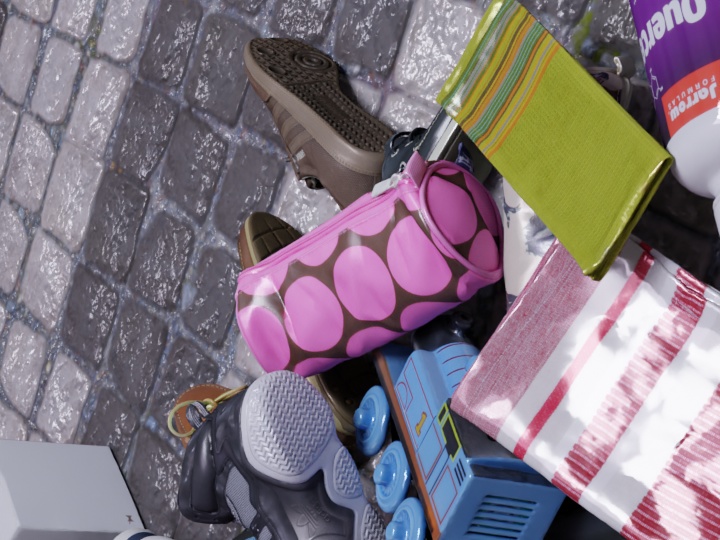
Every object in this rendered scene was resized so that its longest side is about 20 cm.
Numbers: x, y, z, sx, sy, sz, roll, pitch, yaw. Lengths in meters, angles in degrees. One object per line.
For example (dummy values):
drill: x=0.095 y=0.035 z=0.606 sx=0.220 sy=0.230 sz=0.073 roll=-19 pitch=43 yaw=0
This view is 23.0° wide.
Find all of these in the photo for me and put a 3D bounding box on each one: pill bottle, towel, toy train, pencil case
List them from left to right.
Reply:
pencil case: x=0.000 y=0.000 z=1.138 sx=0.199 sy=0.093 sz=0.091 roll=-32 pitch=33 yaw=37
toy train: x=0.059 y=0.109 z=1.108 sx=0.201 sy=0.086 sz=0.115 roll=-108 pitch=37 yaw=-52
towel: x=0.108 y=-0.083 z=1.033 sx=0.087 sy=0.018 sz=0.200 roll=-63 pitch=37 yaw=24
pencil case: x=0.132 y=-0.030 z=1.080 sx=0.089 sy=0.078 sz=0.202 roll=-4 pitch=79 yaw=24
towel: x=0.161 y=0.071 z=0.988 sx=0.199 sy=0.023 sz=0.145 roll=35 pitch=95 yaw=28
pill bottle: x=0.213 y=-0.118 z=0.975 sx=0.112 sy=0.112 sz=0.202 roll=-30 pitch=62 yaw=42

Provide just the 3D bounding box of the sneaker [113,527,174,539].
sneaker: x=-0.175 y=0.307 z=1.384 sx=0.080 sy=0.076 sz=0.202 roll=14 pitch=95 yaw=40

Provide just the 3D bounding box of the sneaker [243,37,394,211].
sneaker: x=-0.039 y=-0.102 z=1.297 sx=0.200 sy=0.070 sz=0.076 roll=52 pitch=136 yaw=48

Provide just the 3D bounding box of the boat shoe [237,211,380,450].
boat shoe: x=-0.050 y=0.047 z=1.281 sx=0.068 sy=0.072 sz=0.201 roll=-45 pitch=55 yaw=32

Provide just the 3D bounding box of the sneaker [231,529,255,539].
sneaker: x=-0.081 y=0.249 z=1.297 sx=0.201 sy=0.073 sz=0.082 roll=-54 pitch=31 yaw=21

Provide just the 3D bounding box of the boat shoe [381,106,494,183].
boat shoe: x=0.040 y=-0.062 z=1.194 sx=0.066 sy=0.074 sz=0.201 roll=41 pitch=124 yaw=30

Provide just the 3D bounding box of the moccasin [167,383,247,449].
moccasin: x=-0.093 y=0.123 z=1.286 sx=0.078 sy=0.073 sz=0.201 roll=64 pitch=171 yaw=-25

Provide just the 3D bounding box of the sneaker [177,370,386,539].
sneaker: x=-0.050 y=0.166 z=1.150 sx=0.113 sy=0.075 sz=0.202 roll=-15 pitch=98 yaw=44

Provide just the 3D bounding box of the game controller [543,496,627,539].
game controller: x=0.170 y=0.119 z=1.048 sx=0.199 sy=0.042 sz=0.105 roll=-20 pitch=54 yaw=45

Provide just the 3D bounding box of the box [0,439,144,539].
box: x=-0.289 y=0.246 z=1.482 sx=0.201 sy=0.124 sz=0.098 roll=-54 pitch=47 yaw=27
